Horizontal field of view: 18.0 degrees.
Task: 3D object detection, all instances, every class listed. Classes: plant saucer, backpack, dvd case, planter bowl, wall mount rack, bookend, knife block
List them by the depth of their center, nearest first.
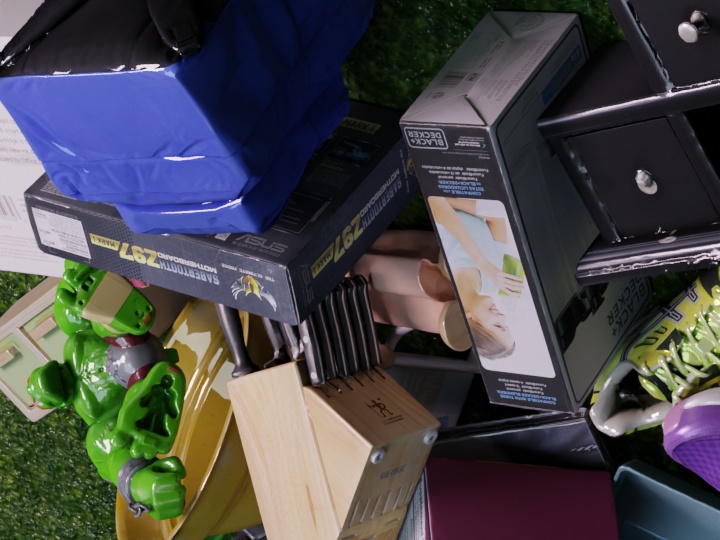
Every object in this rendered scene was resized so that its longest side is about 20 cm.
[{"bbox_3d":[0.165,-0.108,1.174,0.198,0.092,0.201,-8,120,45],"label":"bookend"},{"bbox_3d":[-0.087,-0.129,1.284,0.161,0.201,0.168,4,139,31],"label":"backpack"},{"bbox_3d":[-0.041,0.089,1.411,0.175,0.064,0.201,40,126,32],"label":"knife block"},{"bbox_3d":[0.247,0.179,1.426,0.199,0.019,0.070,26,138,7],"label":"plant saucer"},{"bbox_3d":[0.072,0.150,1.480,0.198,0.016,0.149,-10,139,19],"label":"dvd case"},{"bbox_3d":[0.062,0.118,1.506,0.172,0.075,0.201,7,141,-7],"label":"wall mount rack"},{"bbox_3d":[-0.085,0.109,1.515,0.083,0.202,0.200,20,148,-20],"label":"planter bowl"}]

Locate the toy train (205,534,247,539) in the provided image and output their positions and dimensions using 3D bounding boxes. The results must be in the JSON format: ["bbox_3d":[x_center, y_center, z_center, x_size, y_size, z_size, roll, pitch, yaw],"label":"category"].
[{"bbox_3d":[-0.081,0.230,1.682,0.199,0.042,0.057,34,148,20],"label":"toy train"}]

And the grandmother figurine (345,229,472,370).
[{"bbox_3d":[0.000,0.000,1.432,0.199,0.060,0.122,3,85,49],"label":"grandmother figurine"}]

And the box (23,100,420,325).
[{"bbox_3d":[-0.081,-0.053,1.384,0.199,0.158,0.051,15,136,28],"label":"box"}]

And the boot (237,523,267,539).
[{"bbox_3d":[-0.013,0.199,1.644,0.200,0.066,0.165,42,155,8],"label":"boot"}]

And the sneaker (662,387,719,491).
[{"bbox_3d":[0.258,0.138,1.297,0.199,0.089,0.080,28,146,-17],"label":"sneaker"}]

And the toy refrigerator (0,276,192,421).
[{"bbox_3d":[-0.206,0.040,1.654,0.076,0.070,0.200,47,143,-10],"label":"toy refrigerator"}]

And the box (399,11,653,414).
[{"bbox_3d":[0.098,-0.033,1.288,0.060,0.117,0.201,6,129,33],"label":"box"}]

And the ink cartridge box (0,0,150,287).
[{"bbox_3d":[-0.207,-0.095,1.511,0.146,0.083,0.201,7,132,36],"label":"ink cartridge box"}]

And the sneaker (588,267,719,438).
[{"bbox_3d":[0.203,0.043,1.304,0.075,0.076,0.200,42,141,1],"label":"sneaker"}]

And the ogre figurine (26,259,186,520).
[{"bbox_3d":[-0.158,0.064,1.467,0.201,0.098,0.120,58,156,1],"label":"ogre figurine"}]

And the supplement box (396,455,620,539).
[{"bbox_3d":[0.074,0.215,1.455,0.130,0.104,0.200,7,144,-14],"label":"supplement box"}]
